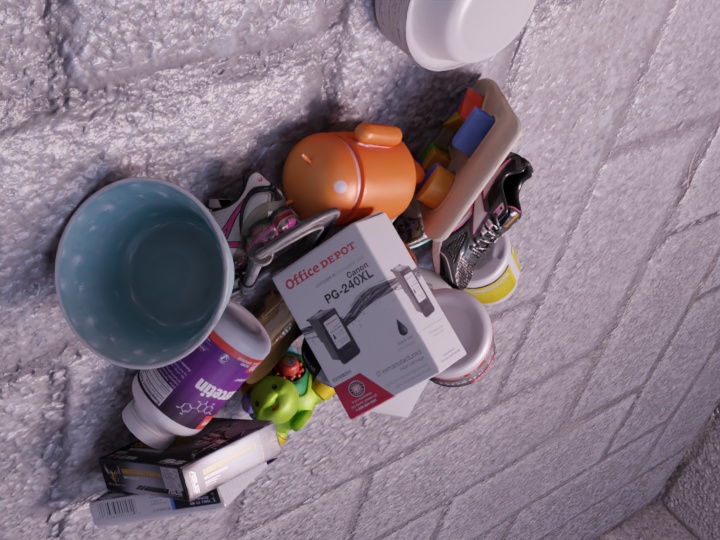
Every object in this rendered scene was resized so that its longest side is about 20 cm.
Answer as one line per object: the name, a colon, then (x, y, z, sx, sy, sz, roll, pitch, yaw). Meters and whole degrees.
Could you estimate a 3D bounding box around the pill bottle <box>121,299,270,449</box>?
pill bottle: (-0.215, 0.133, 1.351, 0.200, 0.112, 0.112, -49, 149, 11)

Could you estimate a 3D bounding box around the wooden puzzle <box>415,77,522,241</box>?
wooden puzzle: (0.122, -0.152, 1.349, 0.046, 0.200, 0.185, 29, 110, -18)

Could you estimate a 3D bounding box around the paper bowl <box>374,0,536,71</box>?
paper bowl: (0.123, -0.320, 1.196, 0.201, 0.104, 0.201, -28, 145, -22)

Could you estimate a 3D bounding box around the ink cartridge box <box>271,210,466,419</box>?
ink cartridge box: (0.007, 0.052, 1.243, 0.145, 0.200, 0.083, -32, 176, 31)

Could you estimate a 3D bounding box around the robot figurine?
robot figurine: (-0.013, -0.111, 1.282, 0.200, 0.117, 0.144, -8, 179, -45)

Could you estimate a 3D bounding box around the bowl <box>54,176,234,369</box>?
bowl: (-0.218, 0.004, 1.142, 0.201, 0.201, 0.105, -48, 168, 8)

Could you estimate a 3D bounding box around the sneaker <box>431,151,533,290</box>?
sneaker: (0.161, -0.068, 1.356, 0.080, 0.086, 0.200, 19, 90, -51)

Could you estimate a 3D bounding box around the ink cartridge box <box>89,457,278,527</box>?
ink cartridge box: (-0.240, 0.292, 1.460, 0.198, 0.043, 0.200, -13, -176, 18)

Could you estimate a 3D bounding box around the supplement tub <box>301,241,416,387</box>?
supplement tub: (0.000, 0.053, 1.380, 0.122, 0.123, 0.200, -17, 141, -37)

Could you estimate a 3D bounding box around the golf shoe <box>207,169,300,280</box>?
golf shoe: (-0.156, -0.041, 1.250, 0.200, 0.092, 0.073, -38, 172, 35)

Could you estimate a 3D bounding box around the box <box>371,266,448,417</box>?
box: (0.057, 0.105, 1.594, 0.097, 0.124, 0.200, 13, 123, -20)

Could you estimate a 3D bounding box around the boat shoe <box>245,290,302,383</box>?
boat shoe: (-0.107, 0.061, 1.430, 0.200, 0.066, 0.074, -46, 157, -18)

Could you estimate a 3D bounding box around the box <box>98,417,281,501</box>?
box: (-0.228, 0.247, 1.398, 0.158, 0.200, 0.048, -23, 102, -42)

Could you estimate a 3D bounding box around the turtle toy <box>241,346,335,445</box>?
turtle toy: (-0.112, 0.175, 1.495, 0.146, 0.101, 0.200, -45, -168, 3)

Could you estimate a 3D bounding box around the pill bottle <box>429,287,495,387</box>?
pill bottle: (0.122, 0.096, 1.398, 0.116, 0.116, 0.200, -43, 165, -1)

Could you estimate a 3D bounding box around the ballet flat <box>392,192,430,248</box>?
ballet flat: (0.107, -0.094, 1.490, 0.200, 0.072, 0.072, -28, 147, -38)

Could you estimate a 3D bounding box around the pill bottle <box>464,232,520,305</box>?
pill bottle: (0.186, -0.011, 1.621, 0.114, 0.114, 0.200, -44, 160, 1)

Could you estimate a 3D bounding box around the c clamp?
c clamp: (-0.102, -0.010, 1.209, 0.171, 0.027, 0.200, -27, 172, -24)
